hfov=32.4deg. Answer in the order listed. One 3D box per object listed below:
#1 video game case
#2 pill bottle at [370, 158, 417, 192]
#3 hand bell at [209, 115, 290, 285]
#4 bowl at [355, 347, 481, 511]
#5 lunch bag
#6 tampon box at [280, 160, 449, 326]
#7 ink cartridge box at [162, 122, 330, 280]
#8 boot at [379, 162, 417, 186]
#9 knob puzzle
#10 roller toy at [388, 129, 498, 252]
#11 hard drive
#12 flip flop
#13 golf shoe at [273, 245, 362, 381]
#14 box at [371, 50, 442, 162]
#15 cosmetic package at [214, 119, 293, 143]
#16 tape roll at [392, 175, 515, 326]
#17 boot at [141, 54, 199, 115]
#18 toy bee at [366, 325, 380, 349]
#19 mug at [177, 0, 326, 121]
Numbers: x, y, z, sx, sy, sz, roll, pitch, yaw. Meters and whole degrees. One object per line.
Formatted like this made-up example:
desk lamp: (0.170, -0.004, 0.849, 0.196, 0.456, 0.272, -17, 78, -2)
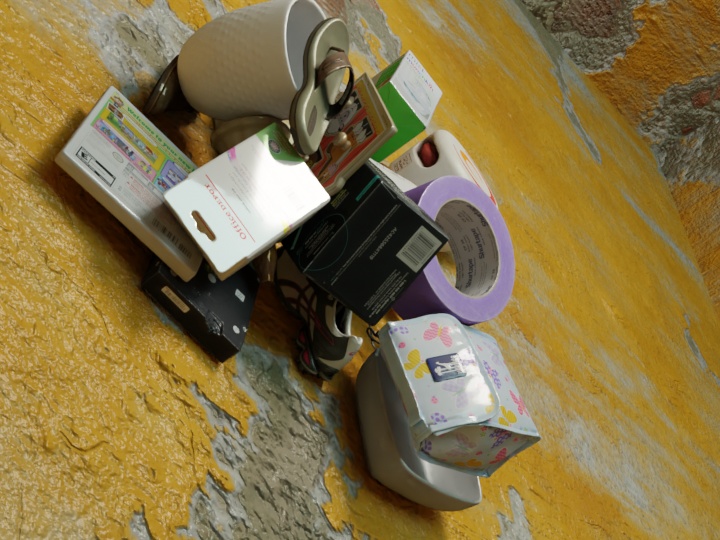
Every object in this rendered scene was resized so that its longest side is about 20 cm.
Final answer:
video game case: (-0.246, -0.103, 1.429, 0.200, 0.022, 0.183, 44, 27, -18)
pill bottle: (0.025, -0.088, 1.774, 0.199, 0.115, 0.115, 29, 31, -11)
hand bell: (-0.125, -0.077, 1.530, 0.104, 0.103, 0.202, 21, 54, -52)
bowl: (0.065, 0.220, 1.637, 0.199, 0.074, 0.201, 34, 33, -42)
lunch bag: (0.118, 0.156, 1.579, 0.199, 0.127, 0.171, 22, 37, -44)
tampon box: (-0.010, -0.055, 1.555, 0.126, 0.150, 0.200, 38, 7, -29)
ink cartridge box: (-0.141, -0.072, 1.420, 0.118, 0.067, 0.200, 53, 47, -1)
boot: (0.059, -0.052, 1.870, 0.201, 0.144, 0.071, 48, -18, -8)
knob puzzle: (-0.052, -0.154, 1.562, 0.030, 0.219, 0.221, 40, 29, -30)
roller toy: (0.134, -0.134, 2.111, 0.201, 0.139, 0.182, 60, 14, 13)
hard drive: (-0.184, 0.001, 1.480, 0.140, 0.038, 0.201, 46, 27, -23)
flip flop: (-0.038, -0.223, 1.497, 0.081, 0.057, 0.202, 59, 35, -42)
golf shoe: (-0.053, 0.043, 1.615, 0.077, 0.088, 0.202, 19, 43, -51)
box: (0.017, -0.229, 1.934, 0.097, 0.199, 0.177, 50, 26, -13)
cosmetic package: (-0.136, -0.149, 1.706, 0.103, 0.073, 0.202, 31, 36, -43)
tape roll: (0.114, -0.020, 1.671, 0.199, 0.084, 0.203, 16, 67, -41)
boot: (-0.227, -0.237, 1.630, 0.075, 0.074, 0.200, 39, 25, -5)
toy bee: (0.000, 0.000, 1.739, 0.201, 0.108, 0.131, 59, -21, -16)
mug: (-0.126, -0.260, 1.592, 0.200, 0.173, 0.150, -6, 91, -65)
